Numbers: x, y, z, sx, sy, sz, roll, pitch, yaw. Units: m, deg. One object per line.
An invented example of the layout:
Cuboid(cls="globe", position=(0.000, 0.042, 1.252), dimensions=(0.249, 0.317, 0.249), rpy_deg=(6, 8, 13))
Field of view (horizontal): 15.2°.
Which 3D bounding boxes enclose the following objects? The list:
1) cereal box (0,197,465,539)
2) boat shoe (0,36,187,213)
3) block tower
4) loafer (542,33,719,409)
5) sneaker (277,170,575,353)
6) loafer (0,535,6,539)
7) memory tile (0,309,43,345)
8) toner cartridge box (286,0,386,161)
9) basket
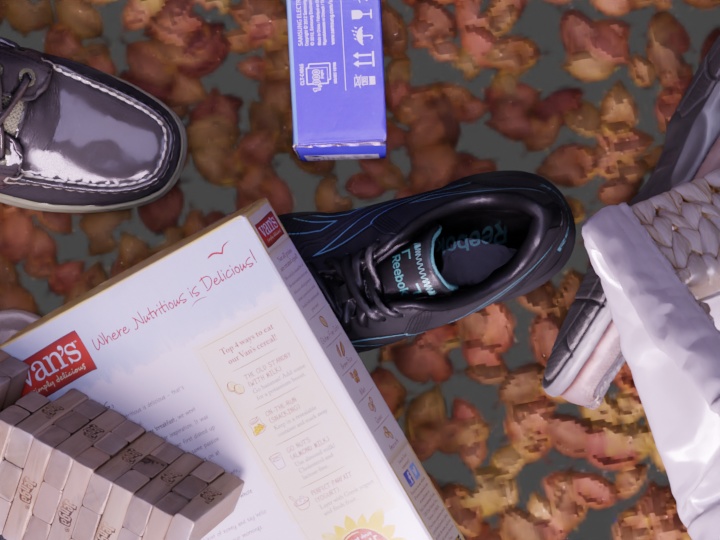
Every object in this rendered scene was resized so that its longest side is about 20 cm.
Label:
Cuboid(cls="cereal box", position=(-0.054, 0.086, 1.194), dimensions=(0.144, 0.040, 0.200), rpy_deg=(-27, 95, 22))
Cuboid(cls="boat shoe", position=(-0.178, -0.073, 1.215), dimensions=(0.201, 0.066, 0.072), rpy_deg=(16, 89, 0))
Cuboid(cls="block tower", position=(-0.154, 0.076, 1.175), dimensions=(0.200, 0.054, 0.058), rpy_deg=(26, 116, 13))
Cuboid(cls="loafer", position=(0.154, -0.020, 1.220), dimensions=(0.063, 0.072, 0.200), rpy_deg=(29, 86, -7))
Cuboid(cls="sneaker", position=(0.000, 0.000, 1.211), dimensions=(0.200, 0.079, 0.075), rpy_deg=(-21, 90, 1))
Cuboid(cls="loafer", position=(-0.125, 0.188, 1.211), dimensions=(0.072, 0.063, 0.200), rpy_deg=(-29, 89, -1))
Cuboid(cls="memory tile", position=(-0.249, 0.035, 1.237), dimensions=(0.200, 0.017, 0.153), rpy_deg=(38, 88, 1))
Cuboid(cls="toner cartridge box", position=(-0.014, -0.151, 1.206), dimensions=(0.043, 0.095, 0.200), rpy_deg=(-3, 88, -1))
Cuboid(cls="basket", position=(0.217, 0.067, 1.124), dimensions=(0.161, 0.198, 0.200), rpy_deg=(-24, 127, -4))
